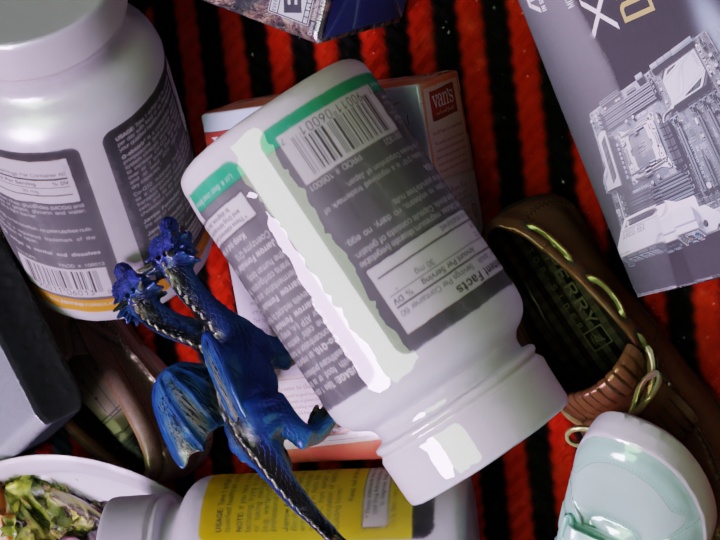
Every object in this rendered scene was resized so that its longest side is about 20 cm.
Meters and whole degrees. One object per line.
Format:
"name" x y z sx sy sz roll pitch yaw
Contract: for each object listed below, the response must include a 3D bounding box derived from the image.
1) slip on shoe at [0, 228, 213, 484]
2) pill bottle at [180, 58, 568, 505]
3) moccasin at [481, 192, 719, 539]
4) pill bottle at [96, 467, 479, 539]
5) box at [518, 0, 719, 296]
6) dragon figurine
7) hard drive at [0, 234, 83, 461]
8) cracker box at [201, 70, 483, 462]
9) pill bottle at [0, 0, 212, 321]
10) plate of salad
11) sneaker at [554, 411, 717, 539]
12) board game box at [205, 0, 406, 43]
"slip on shoe" -0.175 0.052 1.177 0.200 0.061 0.076 47 119 10
"pill bottle" 0.009 0.007 0.974 0.113 0.113 0.201 -34 88 30
"moccasin" 0.128 0.053 1.007 0.073 0.078 0.202 -28 90 30
"pill bottle" -0.037 0.166 1.070 0.199 0.114 0.115 -3 102 7
"box" 0.158 -0.099 0.934 0.157 0.050 0.201 -17 95 57
"dragon figurine" -0.068 0.067 1.015 0.059 0.099 0.201 -40 53 29
"hard drive" -0.225 0.044 1.156 0.140 0.033 0.200 62 154 5
"cracker box" 0.000 0.000 1.073 0.133 0.058 0.201 -5 102 28
"pill bottle" -0.152 -0.076 1.054 0.116 0.117 0.201 15 142 24
"plate of salad" -0.158 0.189 1.175 0.199 0.048 0.201 8 130 10
"sneaker" 0.117 0.168 0.977 0.073 0.118 0.201 22 139 22
"board game box" -0.066 -0.229 1.026 0.199 0.097 0.160 22 112 21
